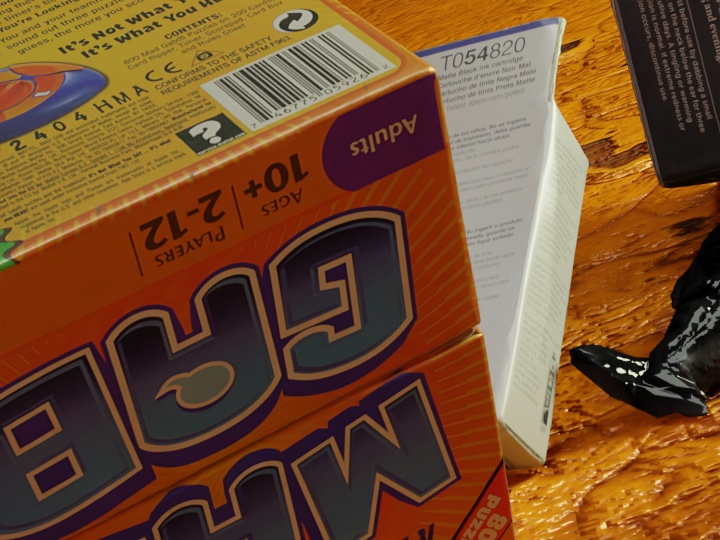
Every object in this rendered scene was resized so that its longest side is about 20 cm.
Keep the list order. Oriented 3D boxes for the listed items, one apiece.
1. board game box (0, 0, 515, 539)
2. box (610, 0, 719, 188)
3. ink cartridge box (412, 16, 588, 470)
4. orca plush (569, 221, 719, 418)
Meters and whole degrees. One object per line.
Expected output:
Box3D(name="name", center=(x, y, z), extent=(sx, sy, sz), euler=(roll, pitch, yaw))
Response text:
Box3D(name="board game box", center=(-0.092, 0.016, 0.704), extent=(0.199, 0.201, 0.200), euler=(-26, 38, -19))
Box3D(name="box", center=(0.236, -0.115, 0.961), extent=(0.199, 0.108, 0.148), euler=(-15, -1, 20))
Box3D(name="ink cartridge box", center=(0.000, 0.000, 0.872), extent=(0.199, 0.041, 0.201), euler=(-11, 53, 33))
Box3D(name="orca plush", center=(0.155, -0.014, 0.846), extent=(0.200, 0.071, 0.105), euler=(-30, 17, -32))
